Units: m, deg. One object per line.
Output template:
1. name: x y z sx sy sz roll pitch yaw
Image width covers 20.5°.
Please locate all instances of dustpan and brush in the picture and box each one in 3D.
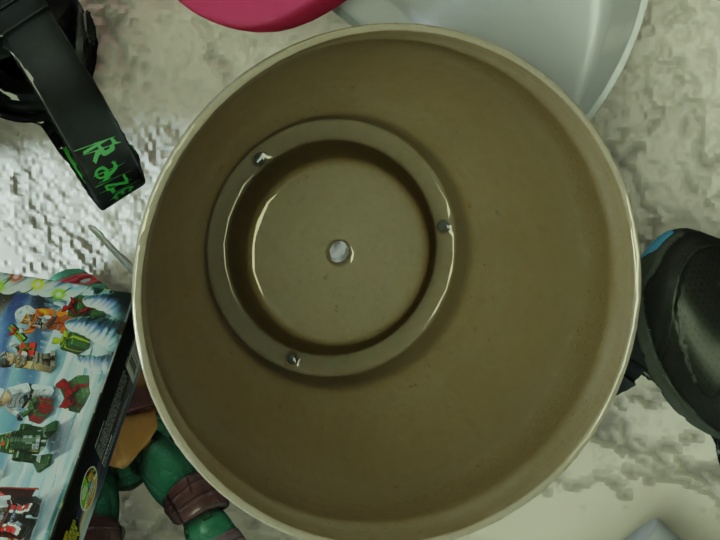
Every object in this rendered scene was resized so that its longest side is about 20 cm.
1. dustpan and brush: 0.086 -0.165 0.842 0.139 0.057 0.201 40 114 17

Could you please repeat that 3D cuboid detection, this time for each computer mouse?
1. computer mouse: 0.128 0.053 0.872 0.200 0.034 0.059 40 107 5

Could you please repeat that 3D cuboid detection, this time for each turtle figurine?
1. turtle figurine: -0.117 0.063 0.908 0.149 0.101 0.201 -26 74 8

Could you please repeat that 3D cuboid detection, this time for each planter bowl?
1. planter bowl: 0.000 0.000 0.815 0.198 0.135 0.202 -1 97 -11

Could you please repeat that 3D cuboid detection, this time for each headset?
1. headset: -0.146 -0.122 0.884 0.094 0.124 0.201 -33 71 -8

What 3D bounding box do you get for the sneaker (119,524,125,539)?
1. sneaker: -0.081 0.208 0.940 0.076 0.070 0.200 -45 92 3

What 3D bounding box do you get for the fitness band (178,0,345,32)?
1. fitness band: -0.058 -0.201 0.862 0.143 0.037 0.201 -33 77 22

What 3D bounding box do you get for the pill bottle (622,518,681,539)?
1. pill bottle: 0.171 0.203 0.849 0.200 0.104 0.104 46 108 3

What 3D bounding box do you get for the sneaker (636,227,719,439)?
1. sneaker: 0.192 0.061 0.822 0.073 0.082 0.201 -40 94 -25

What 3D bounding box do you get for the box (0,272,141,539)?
1. box: -0.179 0.092 0.810 0.136 0.040 0.201 8 59 13
